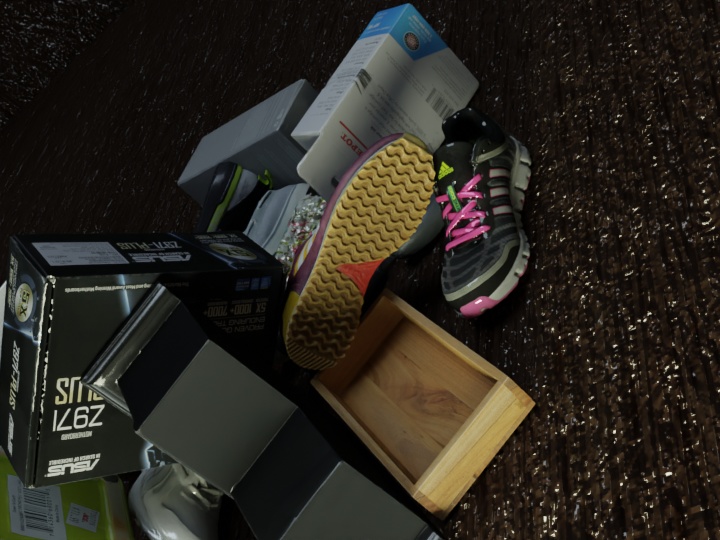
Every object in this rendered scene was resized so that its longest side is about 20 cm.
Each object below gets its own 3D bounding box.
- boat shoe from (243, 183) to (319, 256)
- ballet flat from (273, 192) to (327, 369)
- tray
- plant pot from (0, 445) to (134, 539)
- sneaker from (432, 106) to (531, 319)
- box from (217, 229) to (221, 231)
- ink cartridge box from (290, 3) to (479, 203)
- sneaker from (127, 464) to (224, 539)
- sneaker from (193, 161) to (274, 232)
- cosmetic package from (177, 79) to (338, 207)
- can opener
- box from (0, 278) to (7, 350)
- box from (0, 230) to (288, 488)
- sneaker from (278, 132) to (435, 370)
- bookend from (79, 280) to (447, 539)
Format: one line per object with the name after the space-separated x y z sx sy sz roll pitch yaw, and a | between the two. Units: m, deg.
-0.097 -0.012 0.995 0.070 0.071 0.203 -2 42 22 | boat shoe
-0.053 0.007 0.929 0.063 0.076 0.203 0 55 25 | ballet flat
0.038 0.089 0.722 0.099 0.037 0.200 -50 28 -2 | tray
-0.276 0.253 0.754 0.184 0.196 0.200 -62 27 13 | plant pot
0.085 -0.054 0.775 0.073 0.087 0.202 -25 36 37 | sneaker
-0.153 0.058 1.004 0.100 0.075 0.201 -40 30 17 | box
0.014 -0.141 0.958 0.202 0.116 0.066 -56 29 -13 | ink cartridge box
-0.143 0.171 0.845 0.099 0.078 0.200 -40 30 4 | sneaker
-0.149 -0.027 1.106 0.072 0.081 0.202 -89 21 -54 | sneaker
-0.107 -0.123 1.128 0.198 0.107 0.091 -14 43 45 | cosmetic package
0.000 0.000 0.870 0.201 0.053 0.066 -52 28 -4 | can opener
-0.291 0.106 0.974 0.107 0.151 0.200 -54 -5 -12 | box
-0.170 0.062 0.764 0.086 0.197 0.167 33 117 47 | box
-0.013 -0.025 0.793 0.202 0.074 0.090 -60 23 9 | sneaker
-0.068 0.126 0.653 0.093 0.198 0.200 -50 29 -3 | bookend
